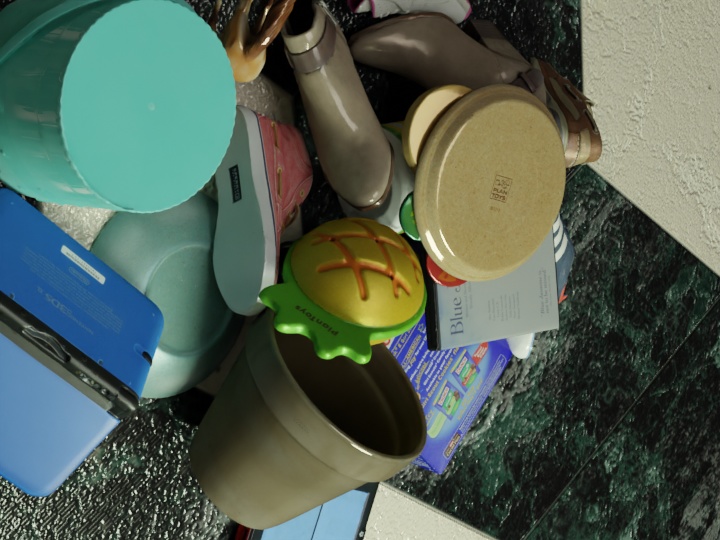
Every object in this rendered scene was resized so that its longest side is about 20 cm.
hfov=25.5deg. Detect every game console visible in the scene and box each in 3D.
[{"bbox_3d":[-0.291,0.063,1.367,0.200,0.118,0.171,41,39,-26],"label":"game console"},{"bbox_3d":[-0.053,0.261,1.653,0.176,0.031,0.201,22,84,-43],"label":"game console"}]

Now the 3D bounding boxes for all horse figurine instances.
[{"bbox_3d":[-0.107,-0.207,1.412,0.050,0.200,0.133,20,78,-22],"label":"horse figurine"}]

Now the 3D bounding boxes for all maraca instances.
[{"bbox_3d":[-0.013,0.019,1.450,0.200,0.137,0.107,-46,162,-55],"label":"maraca"}]

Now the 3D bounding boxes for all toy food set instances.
[{"bbox_3d":[0.120,-0.082,1.542,0.199,0.049,0.199,-7,106,-37],"label":"toy food set"}]

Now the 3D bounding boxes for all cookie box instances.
[{"bbox_3d":[0.055,0.088,1.687,0.172,0.075,0.200,-57,131,-19],"label":"cookie box"}]

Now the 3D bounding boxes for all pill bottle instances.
[{"bbox_3d":[0.080,-0.105,1.645,0.199,0.111,0.112,-14,109,-41],"label":"pill bottle"}]

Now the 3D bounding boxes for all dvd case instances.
[{"bbox_3d":[0.134,-0.001,1.625,0.199,0.017,0.144,-7,95,-45],"label":"dvd case"}]

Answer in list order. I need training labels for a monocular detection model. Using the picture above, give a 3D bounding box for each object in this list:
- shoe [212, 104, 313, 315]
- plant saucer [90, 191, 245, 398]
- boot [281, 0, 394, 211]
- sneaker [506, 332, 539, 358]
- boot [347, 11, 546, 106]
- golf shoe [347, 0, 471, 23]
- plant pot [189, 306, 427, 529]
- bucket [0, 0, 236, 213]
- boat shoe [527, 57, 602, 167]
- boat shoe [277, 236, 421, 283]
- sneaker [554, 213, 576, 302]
[{"bbox_3d":[-0.086,-0.053,1.497,0.091,0.071,0.201,11,68,-48],"label":"shoe"},{"bbox_3d":[-0.170,0.024,1.487,0.200,0.039,0.202,-10,105,-41],"label":"plant saucer"},{"bbox_3d":[-0.031,-0.169,1.488,0.070,0.201,0.147,-23,134,3],"label":"boot"},{"bbox_3d":[0.151,0.001,1.735,0.072,0.072,0.201,-8,75,-13],"label":"sneaker"},{"bbox_3d":[0.098,-0.185,1.608,0.199,0.070,0.147,-10,64,-24],"label":"boot"},{"bbox_3d":[0.032,-0.289,1.602,0.200,0.075,0.092,28,100,-44],"label":"golf shoe"},{"bbox_3d":[-0.065,0.149,1.501,0.199,0.201,0.174,22,122,-44],"label":"plant pot"},{"bbox_3d":[-0.213,-0.145,1.343,0.206,0.134,0.209,-11,106,-41],"label":"bucket"},{"bbox_3d":[0.214,-0.167,1.717,0.071,0.200,0.076,7,124,-11],"label":"boat shoe"},{"bbox_3d":[0.000,0.000,1.570,0.199,0.062,0.075,9,69,-14],"label":"boat shoe"},{"bbox_3d":[0.209,-0.047,1.809,0.084,0.075,0.201,-17,120,-38],"label":"sneaker"}]
